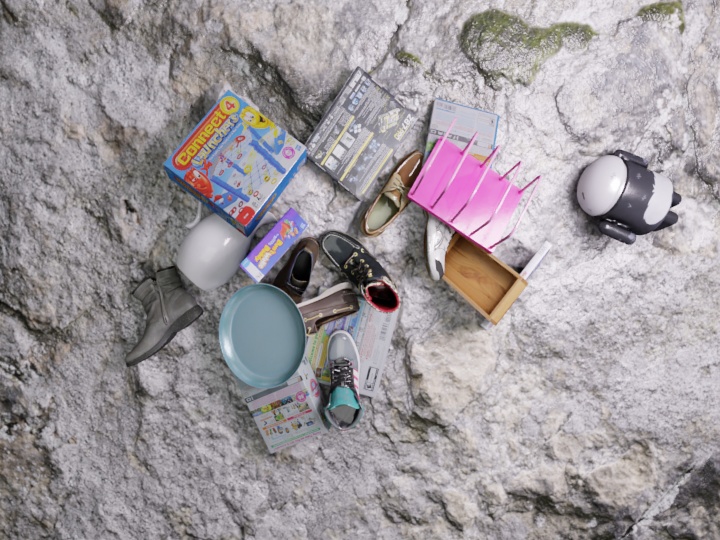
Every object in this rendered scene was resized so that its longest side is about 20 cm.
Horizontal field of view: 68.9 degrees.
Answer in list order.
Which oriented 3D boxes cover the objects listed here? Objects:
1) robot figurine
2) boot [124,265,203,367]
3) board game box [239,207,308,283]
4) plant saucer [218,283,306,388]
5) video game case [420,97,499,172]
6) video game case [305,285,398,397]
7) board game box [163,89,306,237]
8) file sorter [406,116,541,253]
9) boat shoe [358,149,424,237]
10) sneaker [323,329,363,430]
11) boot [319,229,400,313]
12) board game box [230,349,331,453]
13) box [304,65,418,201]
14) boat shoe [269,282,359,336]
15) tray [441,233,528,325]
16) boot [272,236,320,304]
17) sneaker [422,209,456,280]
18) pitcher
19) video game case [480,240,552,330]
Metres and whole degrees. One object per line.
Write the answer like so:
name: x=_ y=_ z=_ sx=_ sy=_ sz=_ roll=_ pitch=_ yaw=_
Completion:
robot figurine: x=0.531 y=-0.147 z=1.047 sx=0.194 sy=0.152 sz=0.127 roll=20 pitch=127 yaw=-5
boot: x=-0.435 y=0.093 z=1.094 sx=0.198 sy=0.068 sz=0.132 roll=-39 pitch=93 yaw=-3
board game box: x=-0.166 y=-0.042 z=0.992 sx=0.045 sy=0.200 sz=0.135 roll=42 pitch=82 yaw=-8
plant saucer: x=-0.191 y=0.128 z=1.042 sx=0.193 sy=0.027 sz=0.209 roll=1 pitch=94 yaw=18
video game case: x=0.196 y=-0.230 z=1.044 sx=0.138 sy=0.018 sz=0.208 roll=13 pitch=79 yaw=-4
video game case: x=-0.026 y=0.154 z=1.127 sx=0.175 sy=0.022 sz=0.207 roll=14 pitch=99 yaw=-4
board game box: x=-0.233 y=-0.206 z=0.999 sx=0.193 sy=0.056 sz=0.203 roll=34 pitch=72 yaw=2
file sorter: x=0.209 y=-0.157 z=0.959 sx=0.196 sy=0.126 sz=0.142 roll=32 pitch=78 yaw=0
boat shoe: x=0.071 y=-0.148 z=1.058 sx=0.075 sy=0.074 sz=0.203 roll=35 pitch=96 yaw=-6
sneaker: x=-0.037 y=0.235 z=1.067 sx=0.080 sy=0.121 sz=0.208 roll=-6 pitch=99 yaw=0
boot: x=0.002 y=-0.001 z=1.038 sx=0.202 sy=0.154 sz=0.074 roll=41 pitch=96 yaw=-7
board game box: x=-0.163 y=0.262 z=1.107 sx=0.143 sy=0.064 sz=0.206 roll=-22 pitch=97 yaw=14
box: x=-0.002 y=-0.271 z=1.051 sx=0.159 sy=0.049 sz=0.203 roll=35 pitch=96 yaw=-4
boat shoe: x=-0.095 y=0.096 z=1.064 sx=0.195 sy=0.072 sz=0.061 roll=-27 pitch=68 yaw=0
tray: x=0.225 y=0.006 z=1.034 sx=0.037 sy=0.200 sz=0.100 roll=31 pitch=101 yaw=-44
boot: x=-0.143 y=0.030 z=1.068 sx=0.073 sy=0.097 sz=0.206 roll=23 pitch=97 yaw=-5
sneaker: x=0.169 y=-0.084 z=1.051 sx=0.084 sy=0.076 sz=0.209 roll=1 pitch=85 yaw=-1
pitcher: x=-0.287 y=-0.081 z=1.042 sx=0.171 sy=0.121 sz=0.201 roll=42 pitch=86 yaw=-3
video game case: x=0.314 y=0.036 z=1.059 sx=0.018 sy=0.143 sz=0.202 roll=38 pitch=96 yaw=17
